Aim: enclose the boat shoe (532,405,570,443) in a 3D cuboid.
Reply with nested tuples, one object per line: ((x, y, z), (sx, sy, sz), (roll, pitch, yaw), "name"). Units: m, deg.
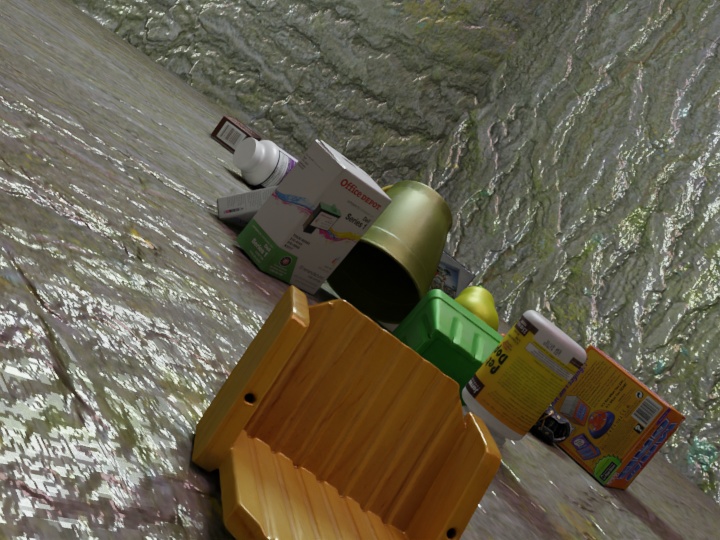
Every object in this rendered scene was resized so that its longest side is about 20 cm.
((0.338, 0.271, 1.729), (0.091, 0.071, 0.200), (37, 3, 38), "boat shoe")

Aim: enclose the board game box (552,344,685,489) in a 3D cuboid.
((0.512, 0.305, 1.866), (0.200, 0.200, 0.200), (42, 8, 31), "board game box")

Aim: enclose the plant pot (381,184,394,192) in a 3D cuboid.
((0.124, -0.161, 3.129), (0.189, 0.201, 0.201), (52, -4, -37), "plant pot")

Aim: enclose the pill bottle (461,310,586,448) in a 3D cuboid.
((0.220, 0.163, 1.285), (0.109, 0.200, 0.109), (37, 7, -5), "pill bottle")

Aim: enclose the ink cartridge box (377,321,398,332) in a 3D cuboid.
((0.093, 0.086, 1.717), (0.117, 0.067, 0.200), (38, 7, 6), "ink cartridge box")

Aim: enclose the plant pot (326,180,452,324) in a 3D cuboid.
((0.060, -0.047, 1.551), (0.200, 0.193, 0.201), (24, -35, 18), "plant pot")

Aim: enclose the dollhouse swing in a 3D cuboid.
((0.009, 0.128, 0.621), (0.200, 0.182, 0.176), (36, -14, -14), "dollhouse swing")

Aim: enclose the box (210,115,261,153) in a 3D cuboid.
((-0.346, -0.374, 2.529), (0.100, 0.075, 0.200), (37, 8, -3), "box")

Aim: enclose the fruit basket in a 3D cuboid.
((0.161, 0.117, 1.478), (0.215, 0.156, 0.216), (34, 22, -16), "fruit basket")

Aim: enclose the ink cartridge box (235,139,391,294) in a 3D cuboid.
((-0.069, -0.079, 1.390), (0.084, 0.200, 0.145), (46, 11, 35), "ink cartridge box")

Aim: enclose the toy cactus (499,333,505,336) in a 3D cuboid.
((0.303, 0.204, 1.827), (0.199, 0.103, 0.165), (13, 22, 28), "toy cactus")

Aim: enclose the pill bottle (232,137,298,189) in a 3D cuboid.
((-0.203, -0.231, 2.128), (0.200, 0.113, 0.112), (31, 9, -43), "pill bottle")

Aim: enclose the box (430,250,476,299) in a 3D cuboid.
((0.126, 0.004, 1.931), (0.200, 0.137, 0.038), (39, 9, 9), "box")

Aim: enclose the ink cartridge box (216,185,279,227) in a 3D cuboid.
((-0.110, -0.105, 1.529), (0.196, 0.199, 0.044), (19, 64, -70), "ink cartridge box")
